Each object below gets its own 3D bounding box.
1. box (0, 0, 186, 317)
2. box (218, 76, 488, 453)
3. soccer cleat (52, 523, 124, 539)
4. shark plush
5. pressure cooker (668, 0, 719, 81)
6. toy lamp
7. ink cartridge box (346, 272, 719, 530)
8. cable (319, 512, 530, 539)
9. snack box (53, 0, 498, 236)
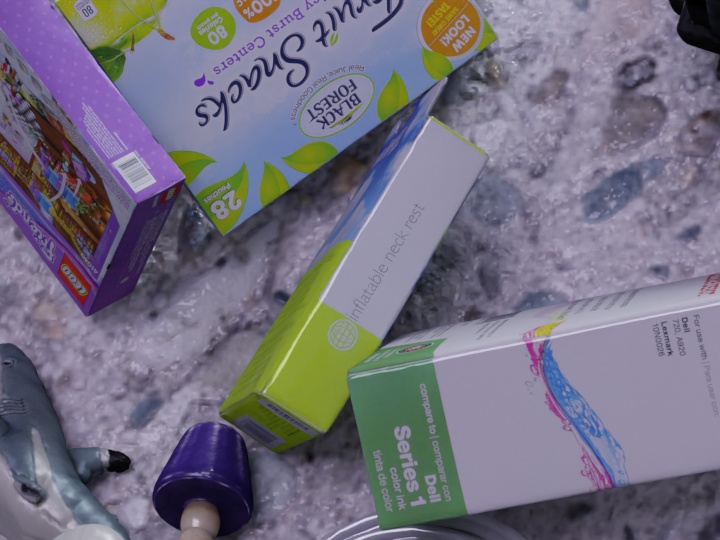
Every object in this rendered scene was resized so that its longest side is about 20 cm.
[{"bbox_3d":[-0.187,-0.087,1.255,0.039,0.137,0.200,-31,76,-31],"label":"box"},{"bbox_3d":[0.000,0.000,1.189,0.048,0.122,0.200,33,75,-6],"label":"box"},{"bbox_3d":[-0.190,0.218,1.139,0.069,0.078,0.200,39,93,22],"label":"soccer cleat"},{"bbox_3d":[-0.166,0.112,1.220,0.200,0.091,0.083,30,45,34],"label":"shark plush"},{"bbox_3d":[0.262,-0.186,1.170,0.200,0.179,0.176,22,52,28],"label":"pressure cooker"},{"bbox_3d":[-0.092,0.165,1.147,0.058,0.058,0.200,-7,43,15],"label":"toy lamp"},{"bbox_3d":[0.109,0.061,1.093,0.199,0.145,0.084,-12,93,13],"label":"ink cartridge box"},{"bbox_3d":[0.028,0.220,1.090,0.200,0.069,0.200,-44,57,-8],"label":"cable"},{"bbox_3d":[-0.049,-0.146,1.262,0.200,0.169,0.068,-35,13,-1],"label":"snack box"}]
